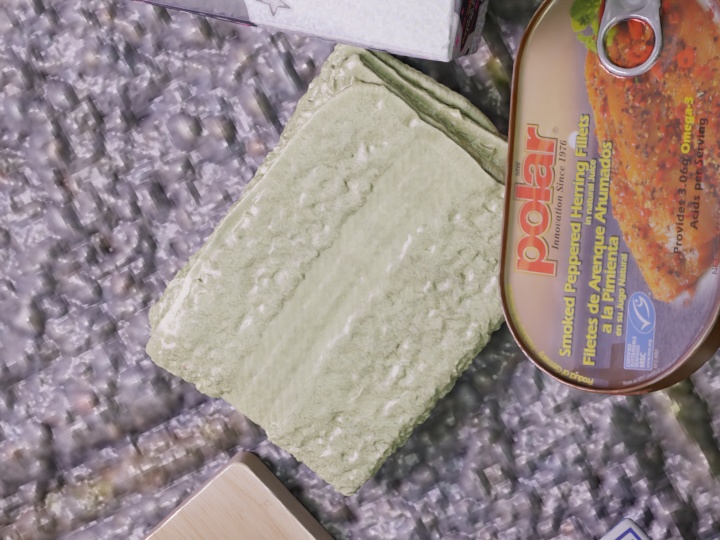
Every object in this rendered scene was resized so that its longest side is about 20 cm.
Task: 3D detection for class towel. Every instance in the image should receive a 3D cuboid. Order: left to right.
[{"bbox_3d":[0.000,0.000,1.251,0.148,0.037,0.200,36,106,-1],"label":"towel"}]

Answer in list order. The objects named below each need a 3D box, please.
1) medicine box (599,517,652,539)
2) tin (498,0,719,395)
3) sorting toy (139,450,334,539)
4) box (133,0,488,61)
[{"bbox_3d":[0.115,0.254,1.191,0.200,0.103,0.182,-39,65,-10],"label":"medicine box"},{"bbox_3d":[0.122,-0.042,1.178,0.111,0.042,0.202,3,83,22],"label":"tin"},{"bbox_3d":[-0.066,0.234,1.309,0.199,0.070,0.200,-42,94,17],"label":"sorting toy"},{"bbox_3d":[-0.037,-0.175,1.160,0.199,0.115,0.133,12,98,8],"label":"box"}]
